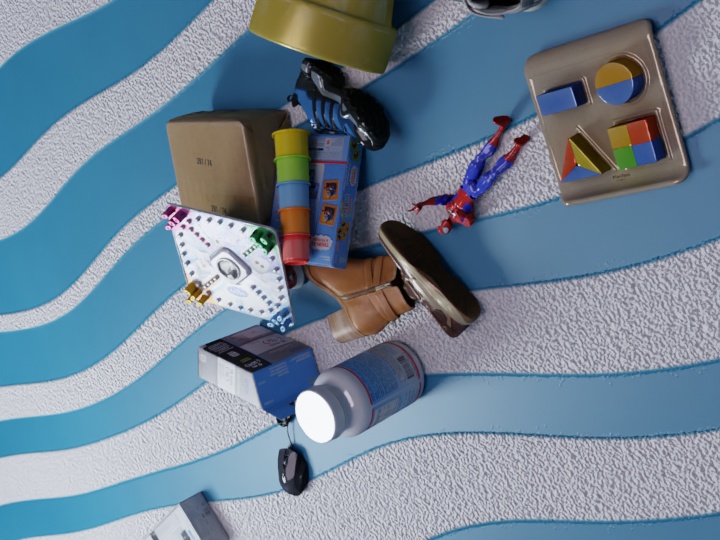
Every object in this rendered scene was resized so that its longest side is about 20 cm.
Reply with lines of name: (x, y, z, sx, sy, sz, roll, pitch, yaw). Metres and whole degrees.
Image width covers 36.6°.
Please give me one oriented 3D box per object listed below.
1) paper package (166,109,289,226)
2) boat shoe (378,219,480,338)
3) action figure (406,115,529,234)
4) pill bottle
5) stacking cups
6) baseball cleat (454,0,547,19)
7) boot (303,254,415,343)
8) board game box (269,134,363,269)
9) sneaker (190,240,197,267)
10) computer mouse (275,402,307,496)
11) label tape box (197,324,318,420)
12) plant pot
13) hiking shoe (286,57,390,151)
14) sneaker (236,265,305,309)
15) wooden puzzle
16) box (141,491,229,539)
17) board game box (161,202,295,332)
paper package: (-0.208, -0.164, 1.785, 0.199, 0.103, 0.192, 5, 110, 41)
boat shoe: (0.088, 0.015, 1.600, 0.200, 0.072, 0.072, 47, 130, 12)
action figure: (0.141, -0.114, 1.486, 0.065, 0.099, 0.200, 48, 134, 20)
pill bottle: (-0.002, 0.187, 1.654, 0.108, 0.199, 0.110, 16, 116, 38)
stacking cups: (-0.097, -0.111, 1.639, 0.060, 0.060, 0.202, -15, 76, 45)
baseball cleat: (0.140, -0.366, 1.381, 0.199, 0.106, 0.070, 19, 123, 39)
boot: (0.000, 0.000, 1.685, 0.154, 0.074, 0.201, -27, 81, 36)
board game box: (-0.073, -0.108, 1.678, 0.151, 0.036, 0.202, 7, 87, 41)
sneaker: (-0.243, -0.034, 1.788, 0.200, 0.070, 0.078, 111, 165, -51)
computer mouse: (-0.132, 0.312, 1.941, 0.058, 0.034, 0.201, 5, 108, 43)
label tape box: (-0.155, 0.166, 1.831, 0.199, 0.144, 0.064, 20, 117, 36)
plant pot: (-0.034, -0.390, 1.487, 0.200, 0.200, 0.190, 27, 107, 33)
hiking shoe: (-0.029, -0.230, 1.614, 0.200, 0.074, 0.087, 50, 126, 32)
sneaker: (-0.198, 0.020, 1.834, 0.199, 0.115, 0.079, -14, 96, 45)
wooden puzzle: (0.295, -0.188, 1.345, 0.185, 0.046, 0.201, -10, 98, 45)
box: (-0.360, 0.551, 2.224, 0.117, 0.060, 0.200, 56, 134, 12)
board game box: (-0.206, -0.002, 1.696, 0.199, 0.026, 0.201, 14, 136, 24)
